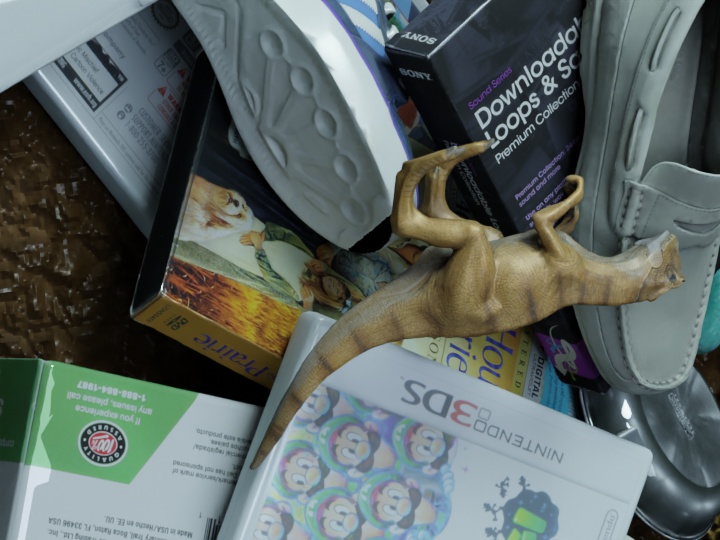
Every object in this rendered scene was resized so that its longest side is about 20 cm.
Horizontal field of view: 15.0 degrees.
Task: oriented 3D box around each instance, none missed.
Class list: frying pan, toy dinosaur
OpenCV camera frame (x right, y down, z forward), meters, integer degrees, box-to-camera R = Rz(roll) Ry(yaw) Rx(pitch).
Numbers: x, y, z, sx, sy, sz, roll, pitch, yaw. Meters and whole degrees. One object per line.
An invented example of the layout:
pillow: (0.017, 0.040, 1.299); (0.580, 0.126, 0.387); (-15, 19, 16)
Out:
frying pan: (0.124, 0.070, 1.307); (0.190, 0.031, 0.115); (15, 55, -51)
toy dinosaur: (0.038, 0.005, 1.117); (0.199, 0.060, 0.107); (-16, 92, -5)

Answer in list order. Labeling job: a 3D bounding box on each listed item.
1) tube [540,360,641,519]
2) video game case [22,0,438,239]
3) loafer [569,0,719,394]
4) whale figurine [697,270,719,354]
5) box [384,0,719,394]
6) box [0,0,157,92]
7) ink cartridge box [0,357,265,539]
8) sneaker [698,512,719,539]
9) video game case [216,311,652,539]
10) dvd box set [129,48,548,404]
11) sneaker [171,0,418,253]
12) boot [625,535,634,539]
tube: (0.089, 0.067, 1.323); (0.200, 0.050, 0.078); (26, 56, -30)
video game case: (-0.053, -0.097, 1.256); (0.182, 0.023, 0.200); (-45, 110, -23)
loafer: (0.131, -0.040, 1.172); (0.070, 0.070, 0.201); (-15, 111, -36)
whale figurine: (0.160, -0.061, 1.332); (0.159, 0.104, 0.200); (-30, 102, -28)
box: (0.105, -0.065, 1.213); (0.143, 0.036, 0.200); (-45, 125, -22)
box: (-0.208, -0.151, 1.069); (0.199, 0.131, 0.200); (-31, 106, -5)
ink cartridge box: (-0.109, 0.148, 1.183); (0.145, 0.084, 0.201); (14, 82, -31)
sneaker: (0.227, 0.104, 1.388); (0.090, 0.075, 0.201); (22, 80, -23)
video game case: (0.020, 0.142, 1.181); (0.182, 0.024, 0.200); (23, 84, -25)
dvd box set: (0.000, 0.000, 1.223); (0.200, 0.029, 0.147); (30, 53, -24)
sneaker: (0.000, -0.119, 1.206); (0.146, 0.081, 0.200); (-30, 85, -41)
boot: (0.063, 0.175, 1.295); (0.200, 0.072, 0.145); (29, 75, -19)
